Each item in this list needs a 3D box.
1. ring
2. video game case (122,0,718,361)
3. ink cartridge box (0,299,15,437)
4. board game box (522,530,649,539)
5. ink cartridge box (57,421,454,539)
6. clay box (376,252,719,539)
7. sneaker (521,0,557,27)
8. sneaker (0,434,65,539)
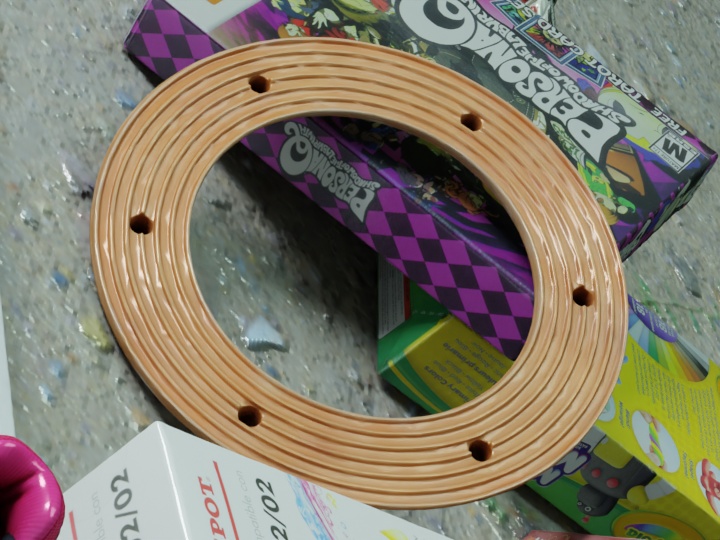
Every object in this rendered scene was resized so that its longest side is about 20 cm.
[{"bbox_3d":[0.000,0.000,0.978,0.200,0.019,0.201,9,56,-13],"label":"ring"},{"bbox_3d":[0.030,-0.068,1.101,0.200,0.036,0.181,39,35,10],"label":"video game case"},{"bbox_3d":[-0.158,-0.028,0.836,0.095,0.037,0.200,29,37,-38],"label":"ink cartridge box"},{"bbox_3d":[0.112,0.136,0.954,0.103,0.019,0.200,48,-10,-4],"label":"board game box"},{"bbox_3d":[-0.031,0.123,0.815,0.200,0.068,0.115,25,36,-43],"label":"ink cartridge box"},{"bbox_3d":[0.092,0.049,1.126,0.200,0.048,0.115,39,29,-25],"label":"clay box"},{"bbox_3d":[0.068,-0.135,1.285,0.082,0.078,0.200,36,31,-32],"label":"sneaker"},{"bbox_3d":[-0.149,0.084,0.666,0.081,0.075,0.200,54,27,3],"label":"sneaker"}]
